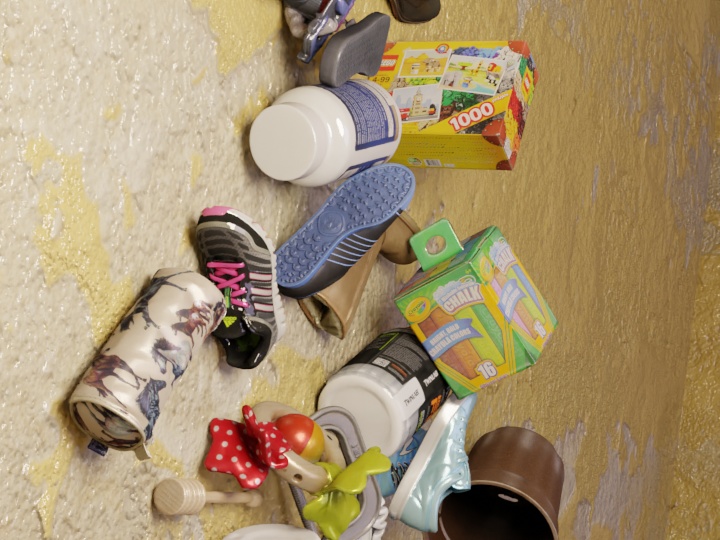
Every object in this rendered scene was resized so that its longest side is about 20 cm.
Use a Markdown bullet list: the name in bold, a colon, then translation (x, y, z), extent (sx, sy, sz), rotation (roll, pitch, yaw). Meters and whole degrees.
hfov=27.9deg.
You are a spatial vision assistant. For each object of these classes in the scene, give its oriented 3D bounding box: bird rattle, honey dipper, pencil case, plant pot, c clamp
- **bird rattle**: translation (-0.078, 0.203, 1.586), extent (0.113, 0.199, 0.163), rotation (-62, -164, 17)
- **honey dipper**: translation (-0.151, 0.239, 1.530), extent (0.200, 0.038, 0.038), rotation (21, 75, -65)
- **pencil case**: translation (-0.195, 0.082, 1.366), extent (0.090, 0.078, 0.200), rotation (53, 43, -25)
- **plant pot**: translation (0.213, 0.345, 2.148), extent (0.198, 0.199, 0.201), rotation (-54, 140, -60)
- **c clamp**: translation (-0.048, 0.267, 1.702), extent (0.170, 0.027, 0.201), rotation (-22, 108, -30)

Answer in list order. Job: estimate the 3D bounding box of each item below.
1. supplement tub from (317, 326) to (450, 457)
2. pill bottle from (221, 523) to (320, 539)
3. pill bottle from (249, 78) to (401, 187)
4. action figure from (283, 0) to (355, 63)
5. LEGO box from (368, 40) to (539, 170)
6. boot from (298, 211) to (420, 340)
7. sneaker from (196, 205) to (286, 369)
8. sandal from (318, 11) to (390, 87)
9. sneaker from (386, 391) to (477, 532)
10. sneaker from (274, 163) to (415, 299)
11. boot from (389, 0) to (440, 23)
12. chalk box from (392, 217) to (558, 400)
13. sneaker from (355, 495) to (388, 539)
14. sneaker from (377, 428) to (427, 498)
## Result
- **supplement tub**: translation (0.039, 0.148, 1.817), extent (0.200, 0.122, 0.123), rotation (-37, 126, -57)
- **pill bottle**: translation (-0.096, 0.388, 1.576), extent (0.114, 0.114, 0.201), rotation (-19, 111, -63)
- **pill bottle**: translation (-0.041, -0.154, 1.625), extent (0.200, 0.111, 0.111), rotation (-23, 114, -62)
- **action figure**: translation (-0.049, -0.345, 1.602), extent (0.200, 0.104, 0.194), rotation (-54, 151, -13)
- **LEGO box**: translation (0.108, -0.209, 1.828), extent (0.077, 0.199, 0.149), rotation (57, 43, -51)
- **boot**: translation (0.000, 0.000, 1.794), extent (0.175, 0.066, 0.200), rotation (54, 46, -41)
- **sneaker**: translation (-0.129, 0.025, 1.506), extent (0.088, 0.073, 0.200), rotation (-69, 155, -45)
- **sandal**: translation (-0.010, -0.258, 1.656), extent (0.200, 0.043, 0.076), rotation (-35, 142, -67)
- **sneaker**: translation (0.113, 0.241, 1.844), extent (0.200, 0.082, 0.074), rotation (-61, 171, -10)
- **sneaker**: translation (-0.018, -0.043, 1.655), extent (0.200, 0.070, 0.078), rotation (-38, 162, -4)
- **boot**: translation (0.088, -0.366, 1.883), extent (0.200, 0.097, 0.075), rotation (18, 77, -63)
- **chalk box**: translation (0.134, 0.033, 1.810), extent (0.200, 0.124, 0.124), rotation (55, 31, -8)
- **sneaker**: translation (-0.009, 0.373, 1.821), extent (0.081, 0.075, 0.201), rotation (-23, 112, -47)
- **sneaker**: translation (0.062, 0.252, 1.915), extent (0.200, 0.090, 0.079), rotation (-27, 117, -57)
